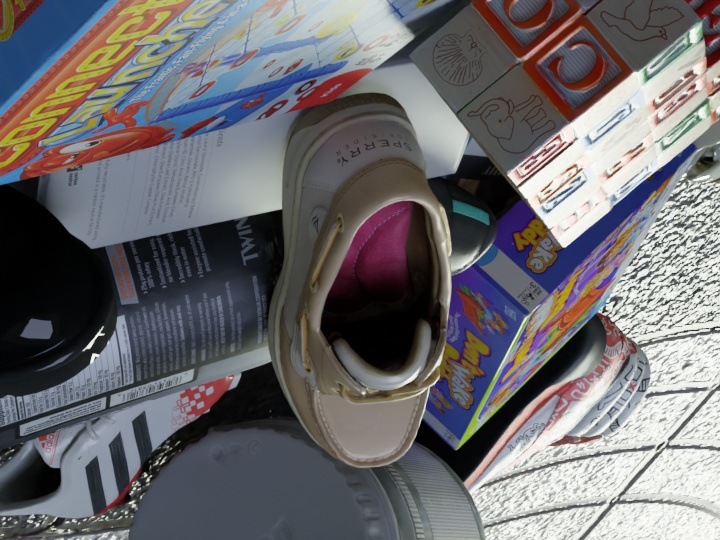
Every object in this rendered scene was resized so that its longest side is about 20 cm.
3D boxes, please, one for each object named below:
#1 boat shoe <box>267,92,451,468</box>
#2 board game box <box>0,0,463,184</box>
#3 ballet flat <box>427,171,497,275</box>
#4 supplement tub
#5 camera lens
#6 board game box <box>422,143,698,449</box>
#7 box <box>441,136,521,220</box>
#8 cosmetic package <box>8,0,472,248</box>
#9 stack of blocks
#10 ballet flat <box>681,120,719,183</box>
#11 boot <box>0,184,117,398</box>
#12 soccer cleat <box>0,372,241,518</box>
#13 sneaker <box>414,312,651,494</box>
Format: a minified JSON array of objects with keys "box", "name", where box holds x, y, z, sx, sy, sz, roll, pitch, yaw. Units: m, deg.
[{"box":[0.002,0.023,0.791,0.074,0.069,0.200,-15,135,-11],"name":"boat shoe"},{"box":[-0.038,-0.101,0.600,0.196,0.056,0.200,-19,172,-40],"name":"board game box"},{"box":[0.000,0.000,0.912,0.068,0.068,0.200,6,168,-28],"name":"ballet flat"},{"box":[-0.137,0.009,0.836,0.200,0.123,0.123,-17,145,-20],"name":"supplement tub"},{"box":[-0.025,0.167,1.071,0.160,0.160,0.200,-38,161,12],"name":"camera lens"},{"box":[0.096,0.007,1.004,0.134,0.045,0.200,-42,167,-21],"name":"board game box"},{"box":[0.077,-0.085,0.946,0.082,0.049,0.200,1,136,-39],"name":"box"},{"box":[-0.057,-0.086,0.788,0.200,0.108,0.085,-11,143,-25],"name":"cosmetic package"},{"box":[0.097,-0.079,0.743,0.115,0.059,0.200,-40,168,5],"name":"stack of blocks"},{"box":[0.179,-0.082,0.973,0.063,0.069,0.200,-50,172,-17],"name":"ballet flat"},{"box":[-0.189,-0.046,0.665,0.079,0.211,0.158,-57,161,-28],"name":"boot"},{"box":[-0.128,0.065,0.972,0.085,0.069,0.200,-5,144,-43],"name":"soccer cleat"},{"box":[0.097,0.106,1.201,0.201,0.067,0.108,-44,142,16],"name":"sneaker"}]
